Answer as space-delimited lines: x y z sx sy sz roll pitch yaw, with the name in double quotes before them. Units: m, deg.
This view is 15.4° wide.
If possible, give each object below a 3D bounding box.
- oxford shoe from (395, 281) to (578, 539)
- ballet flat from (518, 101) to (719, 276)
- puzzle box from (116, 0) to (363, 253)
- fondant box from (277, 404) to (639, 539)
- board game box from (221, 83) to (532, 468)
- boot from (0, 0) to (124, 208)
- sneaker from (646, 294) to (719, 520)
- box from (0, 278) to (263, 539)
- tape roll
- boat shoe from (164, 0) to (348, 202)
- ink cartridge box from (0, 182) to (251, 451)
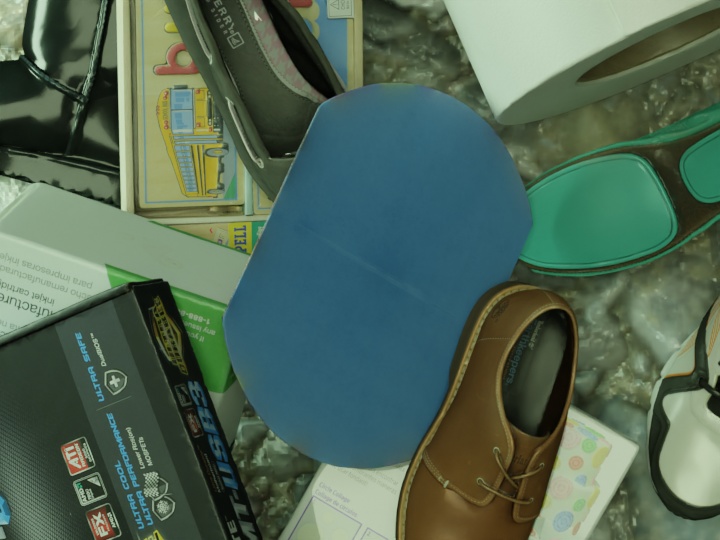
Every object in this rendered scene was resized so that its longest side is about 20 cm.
"oxford shoe" 0.067 0.104 1.369 0.071 0.071 0.200 13 89 -17
"ballet flat" 0.173 -0.049 1.428 0.200 0.070 0.067 -23 90 24
"puzzle box" -0.065 -0.083 1.441 0.133 0.025 0.200 -3 100 -10
"fondant box" 0.040 0.145 1.439 0.144 0.058 0.200 30 90 7
"board game box" 0.000 0.000 1.380 0.158 0.039 0.200 30 80 -36
"boot" -0.178 -0.129 1.470 0.198 0.073 0.163 14 90 -1
"sneaker" 0.208 0.039 1.420 0.074 0.080 0.200 24 90 5
"box" -0.155 0.130 1.338 0.198 0.050 0.200 -22 86 19
"tape roll" 0.135 -0.179 1.381 0.203 0.203 0.139 -23 84 3
"boat shoe" -0.043 -0.091 1.401 0.067 0.057 0.200 -33 104 -5
"ink cartridge box" -0.140 0.075 1.411 0.147 0.083 0.200 18 113 7
